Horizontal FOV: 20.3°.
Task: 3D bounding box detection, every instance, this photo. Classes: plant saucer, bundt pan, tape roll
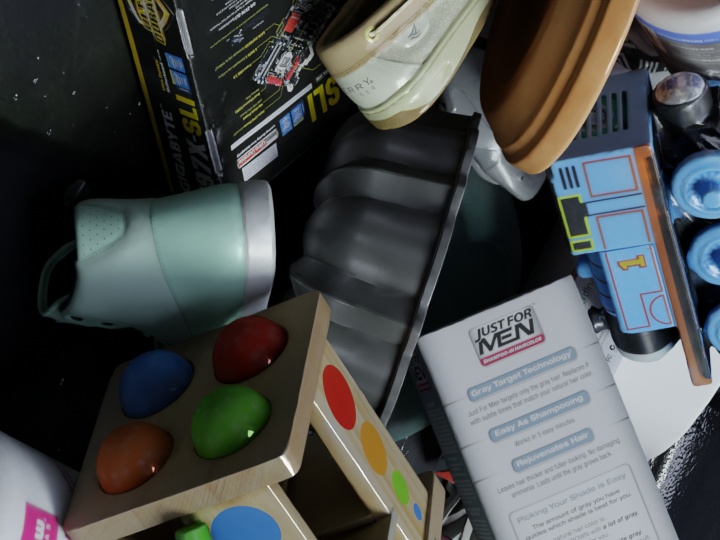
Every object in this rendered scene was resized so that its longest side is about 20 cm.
[{"bbox_3d":[0.050,0.023,1.266,0.200,0.038,0.203,-28,129,-41],"label":"plant saucer"},{"bbox_3d":[0.000,0.000,1.099,0.202,0.075,0.204,-163,-90,-89],"label":"bundt pan"},{"bbox_3d":[0.108,-0.152,1.061,0.200,0.037,0.202,-162,-90,-81],"label":"plant saucer"},{"bbox_3d":[0.203,0.020,1.330,0.204,0.070,0.203,-63,-176,8],"label":"tape roll"}]

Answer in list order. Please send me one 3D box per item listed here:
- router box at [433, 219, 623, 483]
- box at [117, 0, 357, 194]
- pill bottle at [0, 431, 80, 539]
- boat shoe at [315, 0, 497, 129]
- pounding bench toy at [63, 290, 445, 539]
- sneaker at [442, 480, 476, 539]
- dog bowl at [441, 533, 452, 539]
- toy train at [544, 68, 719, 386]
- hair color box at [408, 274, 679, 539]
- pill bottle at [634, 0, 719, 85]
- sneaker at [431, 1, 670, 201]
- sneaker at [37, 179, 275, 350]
[{"bbox_3d":[0.124,0.050,1.276,0.201,0.049,0.179,-63,-176,-10],"label":"router box"},{"bbox_3d":[-0.035,-0.150,1.053,0.200,0.049,0.161,-43,140,-30],"label":"box"},{"bbox_3d":[-0.184,0.135,0.962,0.114,0.113,0.200,-61,144,-7],"label":"pill bottle"},{"bbox_3d":[0.044,-0.171,1.043,0.066,0.074,0.201,38,68,-28],"label":"boat shoe"},{"bbox_3d":[-0.055,0.132,0.951,0.157,0.123,0.201,58,23,-28],"label":"pounding bench toy"},{"bbox_3d":[0.091,0.187,1.371,0.074,0.088,0.201,27,89,-56],"label":"sneaker"},{"bbox_3d":[0.007,0.219,1.199,0.201,0.198,0.074,75,31,-41],"label":"dog bowl"},{"bbox_3d":[0.171,-0.023,1.122,0.087,0.113,0.201,-81,157,-46],"label":"toy train"},{"bbox_3d":[0.107,0.115,1.144,0.098,0.061,0.202,-21,87,-9],"label":"hair color box"},{"bbox_3d":[0.222,-0.142,1.134,0.114,0.113,0.200,-60,146,-8],"label":"pill bottle"},{"bbox_3d":[0.124,-0.106,1.229,0.198,0.075,0.116,6,110,-27],"label":"sneaker"},{"bbox_3d":[-0.109,0.017,1.051,0.201,0.117,0.074,100,-14,-58],"label":"sneaker"}]
